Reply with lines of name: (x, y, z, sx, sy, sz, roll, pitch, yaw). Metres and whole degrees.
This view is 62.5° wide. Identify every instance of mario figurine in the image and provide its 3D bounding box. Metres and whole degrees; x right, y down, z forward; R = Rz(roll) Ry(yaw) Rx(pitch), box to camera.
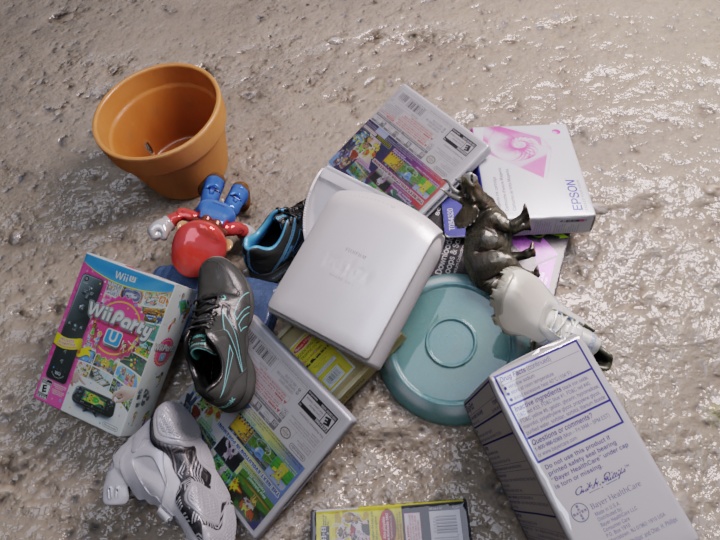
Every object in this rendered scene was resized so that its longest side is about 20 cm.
mario figurine: (-0.226, -0.055, 0.867, 0.123, 0.106, 0.200, -7, 37, 13)

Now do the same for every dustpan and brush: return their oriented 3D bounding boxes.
dustpan and brush: (-0.035, -0.027, 0.832, 0.139, 0.057, 0.200, 25, 104, -6)

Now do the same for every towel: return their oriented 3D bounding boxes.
towel: (-0.211, 0.054, 0.836, 0.199, 0.049, 0.112, 9, 62, 14)

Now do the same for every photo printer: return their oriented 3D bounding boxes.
photo printer: (0.000, 0.000, 0.740, 0.166, 0.069, 0.200, 25, 78, 24)

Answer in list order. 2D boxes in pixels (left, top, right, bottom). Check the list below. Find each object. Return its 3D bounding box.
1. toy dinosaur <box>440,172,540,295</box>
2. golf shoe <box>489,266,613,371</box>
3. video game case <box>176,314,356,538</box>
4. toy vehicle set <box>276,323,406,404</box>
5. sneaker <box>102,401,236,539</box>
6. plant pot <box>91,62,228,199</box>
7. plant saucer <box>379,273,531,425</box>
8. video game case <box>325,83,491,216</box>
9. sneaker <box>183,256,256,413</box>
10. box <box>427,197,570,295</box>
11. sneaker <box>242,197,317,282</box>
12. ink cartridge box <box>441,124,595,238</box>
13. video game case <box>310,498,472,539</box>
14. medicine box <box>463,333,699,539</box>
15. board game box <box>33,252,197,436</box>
toy dinosaur: (0.171, -0.027, 0.759, 0.102, 0.077, 0.201, -9, 89, 16)
golf shoe: (0.225, 0.059, 0.678, 0.097, 0.200, 0.079, 13, 73, 48)
video game case: (-0.129, 0.184, 0.730, 0.200, 0.022, 0.182, 41, 93, 26)
toy vehicle set: (-0.054, 0.116, 0.765, 0.200, 0.027, 0.124, -45, 63, -4)
sneaker: (-0.225, 0.264, 0.693, 0.115, 0.075, 0.200, -36, 61, 7)
plant pot: (-0.299, -0.208, 0.948, 0.199, 0.140, 0.201, -3, 59, 6)
plant saucer: (0.116, 0.094, 0.758, 0.199, 0.027, 0.201, -4, 70, 11)
video game case: (0.066, -0.170, 0.902, 0.182, 0.023, 0.200, -45, 58, 3)
sneaker: (-0.173, 0.069, 0.724, 0.075, 0.079, 0.201, -21, 67, 17)
box: (0.181, -0.026, 0.833, 0.199, 0.036, 0.143, 13, 62, 18)
sneaker: (-0.087, -0.066, 0.868, 0.073, 0.082, 0.200, 35, 69, 27)
ink cartridge box: (0.215, -0.134, 0.859, 0.199, 0.043, 0.197, -2, 52, 2)
video game case: (0.037, 0.357, 0.637, 0.180, 0.026, 0.201, -6, 60, 4)
medicine box: (0.201, 0.190, 0.600, 0.103, 0.182, 0.201, -22, 71, -6)
board game box: (-0.322, 0.095, 0.782, 0.147, 0.064, 0.201, 17, 84, 16)
